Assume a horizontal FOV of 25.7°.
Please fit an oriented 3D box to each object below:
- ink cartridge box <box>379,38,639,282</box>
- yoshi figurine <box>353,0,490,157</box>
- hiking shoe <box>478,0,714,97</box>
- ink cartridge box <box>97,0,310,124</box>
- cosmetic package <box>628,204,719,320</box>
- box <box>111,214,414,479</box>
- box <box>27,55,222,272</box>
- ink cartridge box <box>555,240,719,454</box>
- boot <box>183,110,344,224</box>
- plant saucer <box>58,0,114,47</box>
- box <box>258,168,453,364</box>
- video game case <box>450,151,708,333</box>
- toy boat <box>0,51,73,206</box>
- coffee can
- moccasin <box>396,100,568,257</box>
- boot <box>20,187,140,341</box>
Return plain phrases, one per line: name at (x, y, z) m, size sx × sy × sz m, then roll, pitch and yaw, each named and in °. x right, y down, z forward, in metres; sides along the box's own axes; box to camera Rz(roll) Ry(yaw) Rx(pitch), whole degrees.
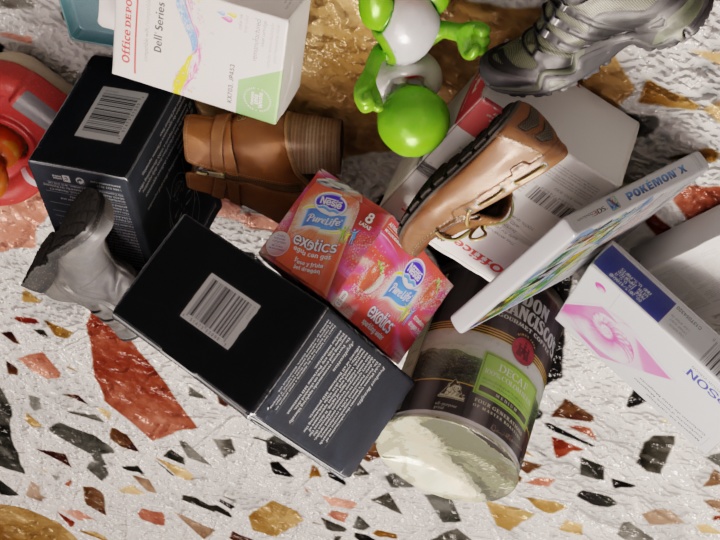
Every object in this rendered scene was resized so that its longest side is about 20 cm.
ink cartridge box at (0.129, -0.092, 1.412) m, size 0.147 × 0.083 × 0.200 m, roll 31°, pitch 144°, yaw -10°
yoshi figurine at (0.043, -0.175, 1.310) m, size 0.112 × 0.112 × 0.200 m, roll 17°, pitch 139°, yaw 19°
hiking shoe at (0.173, -0.210, 1.253) m, size 0.200 × 0.076 × 0.101 m, roll -20°, pitch 120°, yaw 28°
ink cartridge box at (-0.151, -0.217, 1.386) m, size 0.200 × 0.067 × 0.117 m, roll 18°, pitch 133°, yaw 8°
cosmetic package at (0.336, -0.015, 1.429) m, size 0.083 × 0.051 × 0.200 m, roll 40°, pitch 141°, yaw -18°
box at (-0.088, 0.074, 1.473) m, size 0.200 × 0.124 × 0.197 m, roll 32°, pitch 172°, yaw 34°
box at (-0.226, -0.085, 1.555) m, size 0.107 × 0.149 × 0.200 m, roll 11°, pitch 142°, yaw 17°
ink cartridge box at (0.275, 0.085, 1.488) m, size 0.196 × 0.043 × 0.200 m, roll 43°, pitch 159°, yaw 11°
boot at (-0.094, -0.071, 1.539) m, size 0.155 × 0.077 × 0.200 m, roll 3°, pitch 137°, yaw 4°
plant saucer at (-0.183, -0.227, 1.459) m, size 0.199 × 0.019 × 0.070 m, roll 11°, pitch 143°, yaw 14°
box at (0.000, 0.000, 1.482) m, size 0.095 × 0.100 × 0.200 m, roll 33°, pitch 174°, yaw 27°
video game case at (0.192, -0.024, 1.402) m, size 0.022 × 0.182 × 0.200 m, roll 58°, pitch 144°, yaw 10°
toy boat at (-0.366, -0.120, 1.598) m, size 0.130 × 0.131 × 0.200 m, roll 36°, pitch 142°, yaw -18°
coffee can at (0.113, 0.109, 1.581) m, size 0.146 × 0.200 × 0.147 m, roll 14°, pitch 144°, yaw 11°
moccasin at (0.101, -0.065, 1.337) m, size 0.078 × 0.074 × 0.201 m, roll 42°, pitch 132°, yaw -7°
boot at (-0.231, -0.003, 1.491) m, size 0.131 × 0.070 × 0.200 m, roll 29°, pitch 155°, yaw -15°
